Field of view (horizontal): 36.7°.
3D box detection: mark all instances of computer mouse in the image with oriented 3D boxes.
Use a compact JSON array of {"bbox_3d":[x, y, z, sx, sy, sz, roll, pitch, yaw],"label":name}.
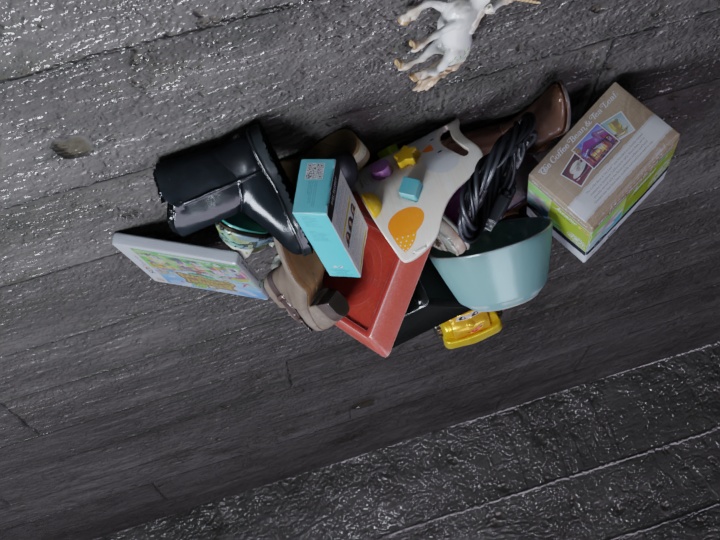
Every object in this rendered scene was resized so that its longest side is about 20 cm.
[{"bbox_3d":[-0.029,-0.103,1.539,0.058,0.034,0.201,-26,156,-13],"label":"computer mouse"}]

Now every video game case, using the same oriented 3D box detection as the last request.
[{"bbox_3d":[-0.253,-0.004,1.651,0.198,0.022,0.182,9,164,14],"label":"video game case"}]

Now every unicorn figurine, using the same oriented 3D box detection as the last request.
[{"bbox_3d":[0.115,-0.295,1.325,0.136,0.074,0.200,-24,175,-12],"label":"unicorn figurine"}]

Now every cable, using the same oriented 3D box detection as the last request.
[{"bbox_3d":[0.188,-0.136,1.535,0.201,0.051,0.163,-63,160,11],"label":"cable"}]

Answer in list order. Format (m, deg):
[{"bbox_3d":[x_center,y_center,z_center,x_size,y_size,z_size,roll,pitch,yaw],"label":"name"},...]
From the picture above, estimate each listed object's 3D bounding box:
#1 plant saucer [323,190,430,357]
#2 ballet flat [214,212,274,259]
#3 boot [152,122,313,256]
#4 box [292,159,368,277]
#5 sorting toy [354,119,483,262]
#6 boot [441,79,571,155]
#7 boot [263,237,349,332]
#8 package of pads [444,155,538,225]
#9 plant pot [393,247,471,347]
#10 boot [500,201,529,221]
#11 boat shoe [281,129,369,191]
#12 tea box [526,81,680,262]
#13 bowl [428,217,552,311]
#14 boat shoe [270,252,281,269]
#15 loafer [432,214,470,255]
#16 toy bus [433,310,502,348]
[{"bbox_3d":[0.000,0.000,1.658,0.037,0.199,0.202,10,105,-48],"label":"plant saucer"},{"bbox_3d":[-0.160,-0.050,1.600,0.074,0.075,0.200,-28,176,24],"label":"ballet flat"},{"bbox_3d":[-0.172,-0.084,1.471,0.167,0.201,0.077,-22,-156,8],"label":"boot"},{"bbox_3d":[-0.038,-0.068,1.484,0.049,0.083,0.200,2,156,15],"label":"box"},{"bbox_3d":[0.085,-0.142,1.568,0.179,0.201,0.107,-34,126,6],"label":"sorting toy"},{"bbox_3d":[0.203,-0.206,1.623,0.198,0.065,0.187,-12,158,-10],"label":"boot"},{"bbox_3d":[-0.100,0.010,1.617,0.070,0.201,0.146,-41,-160,-28],"label":"boot"},{"bbox_3d":[0.206,-0.119,1.735,0.120,0.076,0.200,-37,176,37],"label":"package of pads"},{"bbox_3d":[0.057,0.011,1.782,0.198,0.202,0.177,-27,174,21],"label":"plant pot"},{"bbox_3d":[0.291,-0.048,1.939,0.072,0.168,0.199,-28,157,25],"label":"boot"},{"bbox_3d":[-0.078,-0.129,1.558,0.199,0.073,0.065,-30,153,14],"label":"boat shoe"},{"bbox_3d":[0.372,-0.148,1.694,0.200,0.133,0.197,-46,163,-5],"label":"tea box"},{"bbox_3d":[0.213,-0.004,1.700,0.199,0.106,0.201,-14,-168,3],"label":"bowl"},{"bbox_3d":[-0.085,-0.042,1.664,0.060,0.072,0.201,30,155,-4],"label":"boat shoe"},{"bbox_3d":[0.085,-0.072,1.659,0.063,0.200,0.072,-40,139,-9],"label":"loafer"},{"bbox_3d":[0.169,0.012,1.958,0.134,0.202,0.192,-19,152,1],"label":"toy bus"}]
